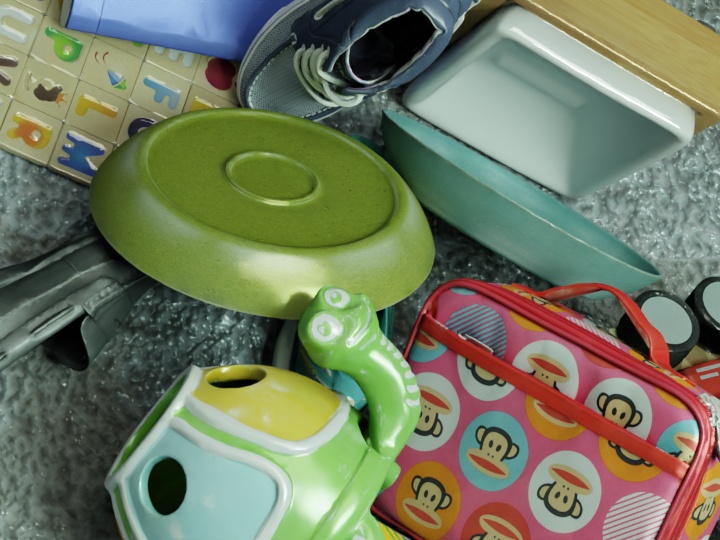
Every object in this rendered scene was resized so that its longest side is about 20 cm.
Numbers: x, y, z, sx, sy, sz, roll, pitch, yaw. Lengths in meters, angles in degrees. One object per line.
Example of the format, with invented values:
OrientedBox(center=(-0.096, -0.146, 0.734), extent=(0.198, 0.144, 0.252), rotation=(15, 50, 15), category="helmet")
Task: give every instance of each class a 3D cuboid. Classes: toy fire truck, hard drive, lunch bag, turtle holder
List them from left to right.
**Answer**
OrientedBox(center=(-0.075, -0.197, 1.310), extent=(0.200, 0.025, 0.132), rotation=(8, 102, -23), category="hard drive")
OrientedBox(center=(-0.051, 0.109, 1.118), extent=(0.132, 0.186, 0.141), rotation=(37, 42, -7), category="turtle holder")
OrientedBox(center=(0.110, 0.092, 1.181), extent=(0.200, 0.176, 0.082), rotation=(29, 8, 30), category="lunch bag")
OrientedBox(center=(0.189, 0.129, 1.286), extent=(0.176, 0.129, 0.200), rotation=(-11, 60, -31), category="toy fire truck")

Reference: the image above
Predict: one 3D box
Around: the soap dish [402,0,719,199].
OrientedBox(center=(0.124, -0.125, 1.320), extent=(0.157, 0.200, 0.081), rotation=(29, 74, -11), category="soap dish")

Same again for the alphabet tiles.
OrientedBox(center=(-0.167, -0.129, 1.293), extent=(0.200, 0.006, 0.167), rotation=(25, 56, -14), category="alphabet tiles")

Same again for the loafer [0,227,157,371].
OrientedBox(center=(-0.163, 0.022, 1.182), extent=(0.200, 0.068, 0.070), rotation=(-23, 85, -29), category="loafer")

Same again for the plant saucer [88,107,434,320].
OrientedBox(center=(-0.052, -0.042, 1.200), extent=(0.200, 0.031, 0.200), rotation=(10, 31, -6), category="plant saucer")

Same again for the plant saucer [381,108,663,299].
OrientedBox(center=(0.091, -0.034, 1.299), extent=(0.200, 0.200, 0.036), rotation=(28, 98, -12), category="plant saucer")

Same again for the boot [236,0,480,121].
OrientedBox(center=(-0.014, -0.127, 1.244), extent=(0.073, 0.200, 0.090), rotation=(45, 39, -13), category="boot")

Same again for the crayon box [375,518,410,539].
OrientedBox(center=(0.005, 0.249, 1.150), extent=(0.119, 0.058, 0.200), rotation=(33, 54, -8), category="crayon box")

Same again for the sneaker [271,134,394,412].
OrientedBox(center=(0.000, 0.000, 1.265), extent=(0.077, 0.080, 0.200), rotation=(17, 54, -19), category="sneaker")
